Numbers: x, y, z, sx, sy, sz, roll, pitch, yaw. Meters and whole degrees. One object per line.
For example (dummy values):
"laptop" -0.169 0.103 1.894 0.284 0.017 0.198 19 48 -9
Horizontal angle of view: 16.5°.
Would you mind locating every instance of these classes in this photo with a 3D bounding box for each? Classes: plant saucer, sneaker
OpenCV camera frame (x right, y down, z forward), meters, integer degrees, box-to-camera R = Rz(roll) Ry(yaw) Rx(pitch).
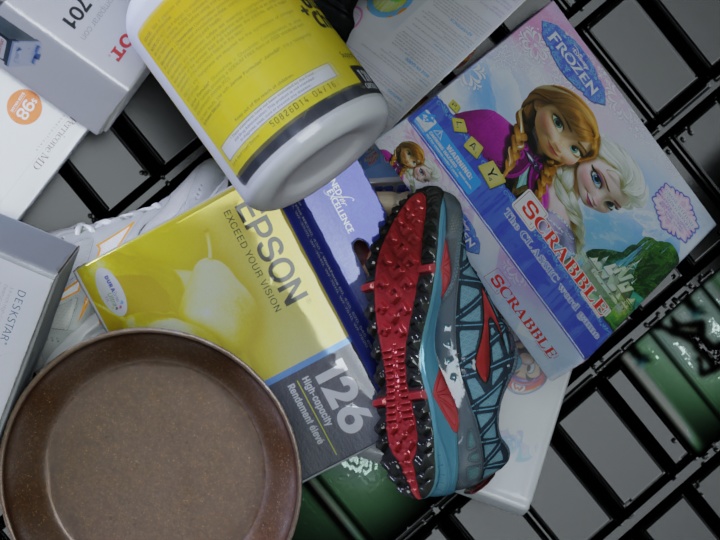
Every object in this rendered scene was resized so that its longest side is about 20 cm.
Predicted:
"plant saucer" -0.136 0.134 1.622 0.199 0.037 0.202 0 99 3
"sneaker" 0.058 0.046 1.623 0.095 0.079 0.202 0 90 -35
"sneaker" -0.172 -0.012 1.700 0.092 0.076 0.200 42 84 0

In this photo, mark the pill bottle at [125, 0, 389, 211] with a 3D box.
"pill bottle" -0.079 -0.146 1.583 0.112 0.112 0.200 -35 79 -6

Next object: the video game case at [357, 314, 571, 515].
"video game case" 0.048 0.051 1.717 0.199 0.024 0.183 20 68 -3

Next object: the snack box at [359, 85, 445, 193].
"snack box" 0.019 -0.091 1.736 0.198 0.024 0.072 -4 70 -7

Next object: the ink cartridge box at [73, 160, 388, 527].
"ink cartridge box" -0.056 0.039 1.643 0.199 0.047 0.199 -28 94 8

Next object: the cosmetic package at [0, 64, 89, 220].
"cosmetic package" -0.298 -0.071 1.695 0.151 0.052 0.200 38 85 -8

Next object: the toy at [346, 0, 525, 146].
"toy" 0.052 -0.172 1.728 0.200 0.047 0.115 -46 50 -4

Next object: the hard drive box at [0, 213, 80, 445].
"hard drive box" -0.306 0.024 1.625 0.199 0.077 0.157 23 106 -1

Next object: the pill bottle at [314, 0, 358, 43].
"pill bottle" -0.011 -0.258 1.701 0.111 0.112 0.201 25 87 -6

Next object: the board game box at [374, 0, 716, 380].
"board game box" 0.131 -0.058 1.695 0.200 0.041 0.199 53 45 -5

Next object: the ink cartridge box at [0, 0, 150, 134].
"ink cartridge box" -0.209 -0.213 1.668 0.199 0.086 0.147 35 63 -6

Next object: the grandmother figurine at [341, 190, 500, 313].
"grandmother figurine" 0.000 0.000 1.686 0.199 0.061 0.122 24 77 2
